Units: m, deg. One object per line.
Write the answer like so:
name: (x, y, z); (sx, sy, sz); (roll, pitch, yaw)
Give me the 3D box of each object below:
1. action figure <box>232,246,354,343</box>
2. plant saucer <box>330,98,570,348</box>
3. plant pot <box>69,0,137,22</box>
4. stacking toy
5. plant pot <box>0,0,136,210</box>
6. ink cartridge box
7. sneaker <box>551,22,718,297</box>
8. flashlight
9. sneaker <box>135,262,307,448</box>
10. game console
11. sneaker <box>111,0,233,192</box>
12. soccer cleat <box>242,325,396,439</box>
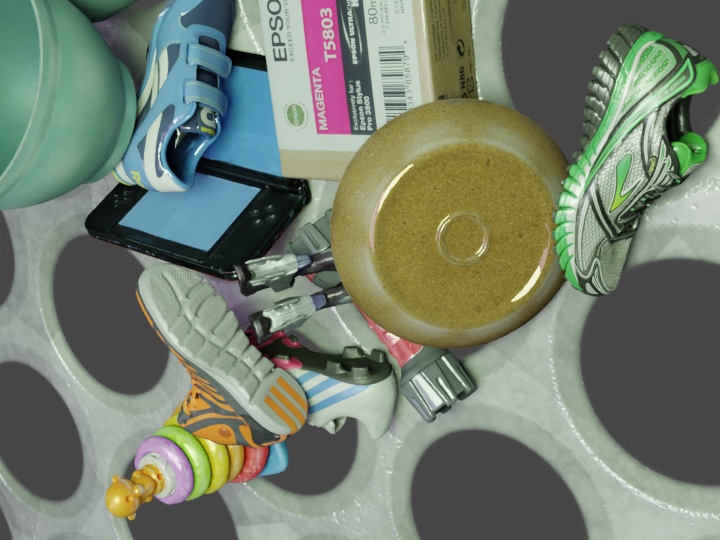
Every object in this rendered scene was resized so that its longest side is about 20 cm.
action figure: (0.000, 0.000, 0.931); (0.069, 0.199, 0.131); (98, 152, -73)
plant saucer: (0.077, -0.028, 0.862); (0.199, 0.035, 0.202); (-2, 108, -5)
plant pot: (-0.211, -0.313, 0.951); (0.196, 0.200, 0.201); (-19, 96, 48)
stacking toy: (-0.175, 0.187, 1.102); (0.109, 0.200, 0.117); (-14, 100, 39)
plant pot: (-0.276, -0.142, 0.953); (0.199, 0.134, 0.202); (-5, 81, 37)
ink cartridge box: (0.005, -0.175, 0.909); (0.164, 0.075, 0.201); (5, 111, 34)
sneaker: (0.195, -0.068, 0.809); (0.085, 0.078, 0.201); (24, 120, 26)
flashlight: (0.016, 0.041, 0.986); (0.068, 0.068, 0.201); (-37, 78, 6)
sneaker: (-0.148, 0.091, 1.023); (0.200, 0.078, 0.112); (50, 133, -7)
game console: (-0.153, -0.106, 1.030); (0.199, 0.173, 0.119); (16, 143, 31)
sneaker: (-0.149, -0.159, 0.992); (0.082, 0.074, 0.201); (25, 98, 35)
soccer cleat: (-0.055, 0.110, 1.068); (0.199, 0.070, 0.087); (10, 115, 33)
